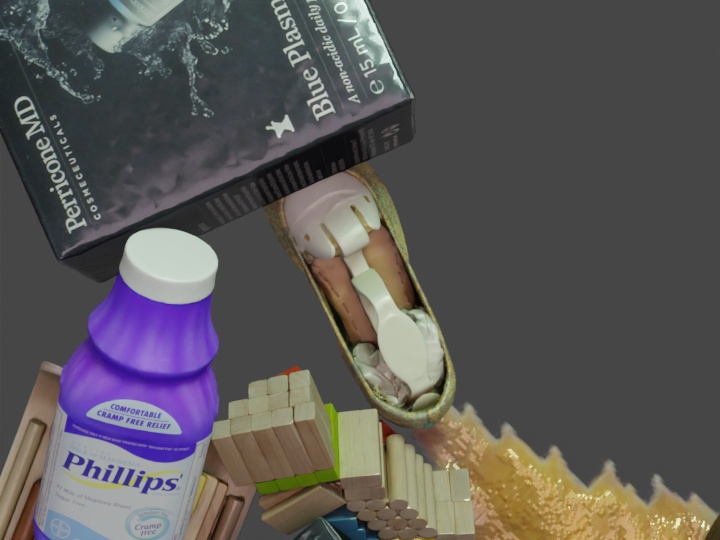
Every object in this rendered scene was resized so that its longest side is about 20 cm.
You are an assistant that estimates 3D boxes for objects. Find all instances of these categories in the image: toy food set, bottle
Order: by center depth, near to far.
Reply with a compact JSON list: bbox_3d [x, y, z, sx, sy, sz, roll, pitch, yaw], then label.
[{"bbox_3d":[-0.116,0.073,0.945,0.083,0.065,0.200,12,122,-8],"label":"bottle"},{"bbox_3d":[-0.149,0.167,1.042,0.143,0.060,0.200,21,96,-6],"label":"toy food set"}]

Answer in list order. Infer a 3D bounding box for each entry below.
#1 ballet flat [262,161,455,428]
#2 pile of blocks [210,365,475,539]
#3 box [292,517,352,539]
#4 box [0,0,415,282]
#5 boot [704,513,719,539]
[{"bbox_3d":[0.000,0.000,1.029,0.071,0.071,0.200,-25,98,-1],"label":"ballet flat"},{"bbox_3d":[-0.008,0.112,1.035,0.082,0.062,0.200,-30,131,27],"label":"pile of blocks"},{"bbox_3d":[-0.038,0.257,1.007,0.200,0.104,0.148,-43,140,2],"label":"box"},{"bbox_3d":[-0.099,-0.126,0.962,0.200,0.117,0.197,-25,85,0],"label":"box"},{"bbox_3d":[0.273,0.229,1.077,0.155,0.074,0.200,2,109,-3],"label":"boot"}]
